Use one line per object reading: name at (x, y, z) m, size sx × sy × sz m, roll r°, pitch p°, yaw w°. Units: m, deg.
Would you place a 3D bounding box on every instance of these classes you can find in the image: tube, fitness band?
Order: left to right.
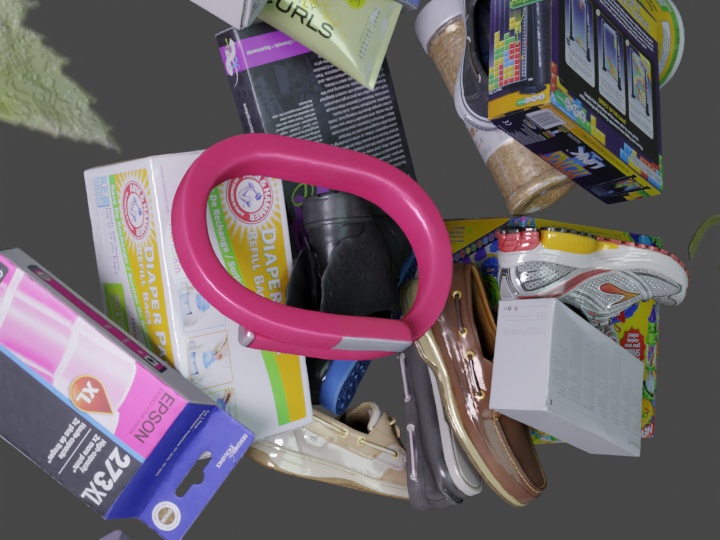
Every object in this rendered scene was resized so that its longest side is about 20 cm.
tube at (-0.061, -0.217, 0.736) m, size 0.199 × 0.052 × 0.058 m, roll 25°, pitch 119°, yaw -22°
fitness band at (-0.026, -0.015, 0.628) m, size 0.198 × 0.037 × 0.145 m, roll 9°, pitch 59°, yaw -28°

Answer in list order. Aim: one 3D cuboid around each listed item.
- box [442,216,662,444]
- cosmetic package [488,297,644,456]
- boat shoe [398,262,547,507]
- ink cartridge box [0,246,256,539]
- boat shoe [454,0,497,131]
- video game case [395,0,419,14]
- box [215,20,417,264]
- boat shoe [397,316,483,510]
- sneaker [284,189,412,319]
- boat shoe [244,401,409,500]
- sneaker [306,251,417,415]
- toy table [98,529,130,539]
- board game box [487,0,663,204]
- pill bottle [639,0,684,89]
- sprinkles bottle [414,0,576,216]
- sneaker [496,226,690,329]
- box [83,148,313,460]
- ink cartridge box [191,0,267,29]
box at (0.172, 0.056, 0.909) m, size 0.198 × 0.121 × 0.195 m, roll 4°, pitch 88°, yaw -38°
cosmetic package at (0.167, 0.089, 0.761) m, size 0.199 × 0.050 × 0.084 m, roll 30°, pitch 61°, yaw -51°
boat shoe at (0.101, 0.088, 0.765) m, size 0.202 × 0.067 × 0.072 m, roll 65°, pitch 23°, yaw 4°
ink cartridge box at (-0.172, 0.083, 0.609) m, size 0.199 × 0.037 × 0.095 m, roll 37°, pitch 97°, yaw -1°
boat shoe at (0.113, -0.215, 0.797) m, size 0.069 × 0.066 × 0.202 m, roll 14°, pitch 65°, yaw -7°
video game case at (-0.016, -0.341, 0.805) m, size 0.180 × 0.045 × 0.203 m, roll 14°, pitch 82°, yaw -36°
box at (-0.028, -0.113, 0.804) m, size 0.142 × 0.036 × 0.202 m, roll -23°, pitch 103°, yaw -35°
boat shoe at (0.053, 0.103, 0.809) m, size 0.067 × 0.057 × 0.202 m, roll 39°, pitch 33°, yaw -43°
sneaker at (0.003, -0.001, 0.729) m, size 0.199 × 0.059 × 0.106 m, roll 7°, pitch 73°, yaw -63°
boat shoe at (0.001, 0.143, 0.803) m, size 0.199 × 0.073 × 0.070 m, roll 19°, pitch 84°, yaw -36°
sneaker at (-0.012, 0.031, 0.797) m, size 0.200 × 0.077 × 0.071 m, roll -55°, pitch 161°, yaw -48°
toy table at (-0.192, 0.275, 0.601) m, size 0.200 × 0.184 × 0.118 m, roll -41°, pitch 97°, yaw -22°
board game box at (0.175, -0.164, 0.773) m, size 0.199 × 0.056 × 0.167 m, roll 23°, pitch 63°, yaw -47°
pill bottle at (0.217, -0.224, 0.949) m, size 0.198 × 0.111 × 0.113 m, roll -10°, pitch 96°, yaw -38°
sprinkles bottle at (0.117, -0.149, 0.845) m, size 0.068 × 0.068 × 0.202 m, roll -12°, pitch 69°, yaw -37°
sneaker at (0.191, 0.013, 0.808) m, size 0.198 × 0.078 × 0.083 m, roll 7°, pitch 90°, yaw -28°
box at (-0.115, 0.017, 0.686) m, size 0.101 × 0.112 × 0.203 m, roll -11°, pitch 96°, yaw -38°
ink cartridge box at (-0.124, -0.281, 0.643) m, size 0.199 × 0.084 × 0.146 m, roll 30°, pitch 69°, yaw -3°
